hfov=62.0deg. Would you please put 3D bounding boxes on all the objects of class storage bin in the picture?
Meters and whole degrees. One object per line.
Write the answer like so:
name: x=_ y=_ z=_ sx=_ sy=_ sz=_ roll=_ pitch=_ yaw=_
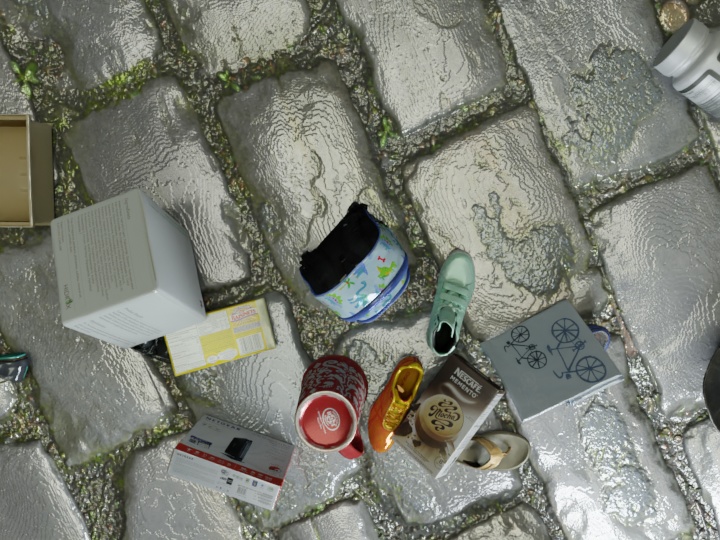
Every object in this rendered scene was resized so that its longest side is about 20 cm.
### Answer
storage bin: x=-0.690 y=-0.184 z=1.126 sx=0.196 sy=0.094 sz=0.202 roll=1 pitch=96 yaw=2

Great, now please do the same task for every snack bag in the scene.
snack bag: x=0.344 y=0.167 z=1.103 sx=0.199 sy=0.021 sz=0.189 roll=-28 pitch=49 yaw=4

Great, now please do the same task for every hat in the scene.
hat: x=0.709 y=0.212 z=1.125 sx=0.198 sy=0.081 sz=0.203 roll=0 pitch=91 yaw=-6

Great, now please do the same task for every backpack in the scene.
backpack: x=0.000 y=0.000 z=1.067 sx=0.183 sy=0.200 sz=0.147 roll=-45 pitch=112 yaw=4

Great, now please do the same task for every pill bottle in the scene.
pill bottle: x=0.631 y=-0.345 z=1.057 sx=0.199 sy=0.114 sz=0.114 roll=35 pitch=95 yaw=-1

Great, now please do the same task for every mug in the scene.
mug: x=-0.037 y=0.254 z=1.091 sx=0.177 sy=0.200 sz=0.134 roll=38 pitch=95 yaw=-2

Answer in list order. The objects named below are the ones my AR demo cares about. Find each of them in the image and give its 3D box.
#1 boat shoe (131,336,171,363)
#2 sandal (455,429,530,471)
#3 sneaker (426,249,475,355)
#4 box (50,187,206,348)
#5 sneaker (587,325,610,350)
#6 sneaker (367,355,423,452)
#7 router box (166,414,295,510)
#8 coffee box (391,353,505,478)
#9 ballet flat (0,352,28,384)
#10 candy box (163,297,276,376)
boat shoe: x=-0.415 y=0.129 z=1.159 sx=0.198 sy=0.066 sz=0.075 roll=33 pitch=94 yaw=-2
sandal: x=0.231 y=0.351 z=1.164 sx=0.198 sy=0.054 sz=0.081 roll=7 pitch=94 yaw=2
sneaker: x=0.174 y=0.063 z=1.108 sx=0.073 sy=0.118 sz=0.203 roll=13 pitch=94 yaw=2
box: x=-0.401 y=0.004 z=1.053 sx=0.170 sy=0.199 sz=0.202 roll=-18 pitch=70 yaw=3
sneaker: x=0.395 y=0.184 z=1.132 sx=0.200 sy=0.078 sz=0.075 roll=-45 pitch=93 yaw=5
sneaker: x=0.062 y=0.259 z=1.151 sx=0.072 sy=0.077 sz=0.202 roll=19 pitch=97 yaw=-2
router box: x=-0.233 y=0.351 z=1.117 sx=0.198 sy=0.180 sz=0.049 roll=19 pitch=96 yaw=-1
coffee box: x=0.165 y=0.270 z=1.126 sx=0.113 sy=0.080 sz=0.201 roll=36 pitch=94 yaw=25
ballet flat: x=-0.754 y=0.196 z=1.177 sx=0.198 sy=0.073 sz=0.074 roll=1 pitch=95 yaw=0
candy box: x=-0.270 y=0.126 z=1.153 sx=0.198 sy=0.026 sz=0.103 roll=-14 pitch=93 yaw=-11
